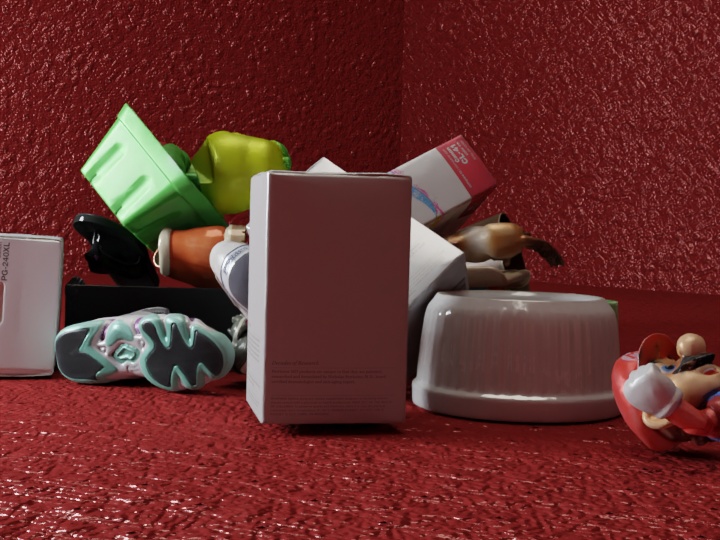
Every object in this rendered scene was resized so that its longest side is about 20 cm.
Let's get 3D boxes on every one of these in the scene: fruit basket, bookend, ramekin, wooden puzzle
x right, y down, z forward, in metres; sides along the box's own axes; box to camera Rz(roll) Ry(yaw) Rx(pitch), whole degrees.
[{"bbox_3d":[-0.192,-0.114,1.337,0.156,0.216,0.215,50,22,18],"label":"fruit basket"},{"bbox_3d":[-0.243,0.059,1.345,0.200,0.092,0.199,2,2,-11],"label":"bookend"},{"bbox_3d":[0.149,0.075,1.073,0.200,0.105,0.200,1,3,0],"label":"ramekin"},{"bbox_3d":[0.094,0.018,1.334,0.185,0.037,0.200,-2,-2,17],"label":"wooden puzzle"}]

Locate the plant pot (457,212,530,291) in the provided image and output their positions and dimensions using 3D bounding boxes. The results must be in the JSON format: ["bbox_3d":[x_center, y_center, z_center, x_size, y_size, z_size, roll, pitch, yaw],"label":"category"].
[{"bbox_3d":[0.151,0.023,1.811,0.200,0.187,0.187,-13,-2,17],"label":"plant pot"}]

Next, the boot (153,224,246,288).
[{"bbox_3d":[-0.187,-0.011,1.346,0.107,0.075,0.200,0,-15,-5],"label":"boot"}]

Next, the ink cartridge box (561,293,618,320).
[{"bbox_3d":[0.182,0.073,1.334,0.200,0.088,0.145,-2,3,-8],"label":"ink cartridge box"}]

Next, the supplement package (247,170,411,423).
[{"bbox_3d":[-0.029,0.019,0.959,0.119,0.200,0.121,1,3,-11],"label":"supplement package"}]

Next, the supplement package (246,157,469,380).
[{"bbox_3d":[0.000,0.000,1.180,0.200,0.120,0.121,36,-21,28],"label":"supplement package"}]

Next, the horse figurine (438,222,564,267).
[{"bbox_3d":[0.141,-0.025,1.371,0.200,0.050,0.133,-4,-8,10],"label":"horse figurine"}]

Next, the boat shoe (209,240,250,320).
[{"bbox_3d":[-0.076,0.041,1.097,0.202,0.075,0.086,44,-8,-36],"label":"boat shoe"}]

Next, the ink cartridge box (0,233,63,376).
[{"bbox_3d":[-0.371,0.033,1.255,0.083,0.146,0.200,3,2,-14],"label":"ink cartridge box"}]

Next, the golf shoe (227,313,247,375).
[{"bbox_3d":[-0.069,0.090,1.215,0.088,0.077,0.200,25,13,22],"label":"golf shoe"}]

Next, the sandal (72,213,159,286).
[{"bbox_3d":[-0.292,-0.007,1.386,0.075,0.048,0.201,7,-25,13],"label":"sandal"}]

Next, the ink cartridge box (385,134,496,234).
[{"bbox_3d":[0.046,-0.065,1.390,0.200,0.086,0.148,-27,-11,-29],"label":"ink cartridge box"}]

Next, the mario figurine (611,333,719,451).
[{"bbox_3d":[0.268,0.085,0.815,0.200,0.106,0.123,15,-23,45],"label":"mario figurine"}]

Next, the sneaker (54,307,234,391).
[{"bbox_3d":[-0.194,0.069,1.170,0.200,0.078,0.140,3,9,23],"label":"sneaker"}]
